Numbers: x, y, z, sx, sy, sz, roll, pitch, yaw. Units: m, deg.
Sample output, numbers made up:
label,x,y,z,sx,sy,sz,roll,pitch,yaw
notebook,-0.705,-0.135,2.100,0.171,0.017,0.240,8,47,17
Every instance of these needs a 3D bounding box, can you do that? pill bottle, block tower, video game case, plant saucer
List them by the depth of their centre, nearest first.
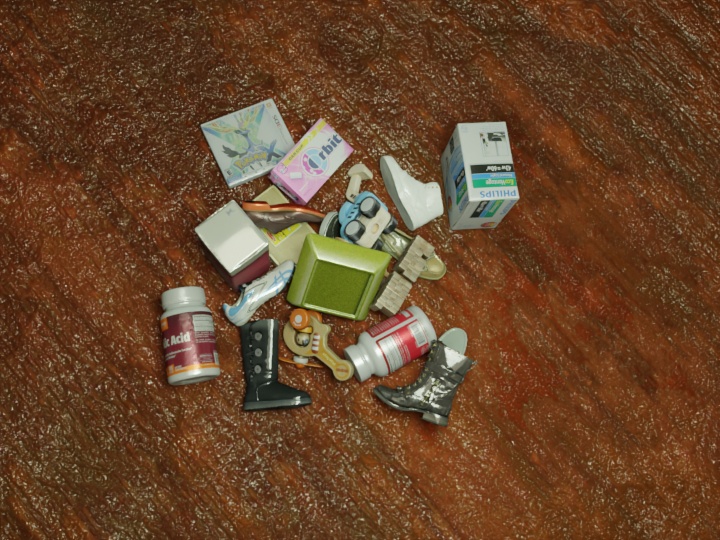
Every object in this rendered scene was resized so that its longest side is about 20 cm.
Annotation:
label,x,y,z,sx,sy,sz,roll,pitch,yaw
pill bottle,-0.382,0.145,1.392,0.113,0.114,0.201,-10,76,-10
plant saucer,-0.052,0.030,1.420,0.198,0.201,0.048,14,33,-11
pill bottle,0.067,0.173,1.444,0.199,0.112,0.113,-27,79,-13
block tower,0.098,0.017,1.463,0.058,0.054,0.201,36,72,-6
video game case,-0.277,-0.324,1.585,0.199,0.022,0.183,-24,79,-13

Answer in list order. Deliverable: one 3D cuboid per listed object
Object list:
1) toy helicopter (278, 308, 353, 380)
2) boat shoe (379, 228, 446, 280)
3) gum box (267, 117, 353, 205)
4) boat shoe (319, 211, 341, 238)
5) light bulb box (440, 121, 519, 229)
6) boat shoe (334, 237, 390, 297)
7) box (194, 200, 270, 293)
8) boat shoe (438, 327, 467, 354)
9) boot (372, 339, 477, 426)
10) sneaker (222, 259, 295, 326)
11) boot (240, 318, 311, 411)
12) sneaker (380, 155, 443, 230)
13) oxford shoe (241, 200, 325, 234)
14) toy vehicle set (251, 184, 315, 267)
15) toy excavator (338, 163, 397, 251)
label,x,y,z,sx,sy,sz,roll,pitch,yaw
toy helicopter,-0.101,0.187,1.430,0.200,0.079,0.133,38,99,21
boat shoe,0.124,-0.047,1.539,0.200,0.063,0.073,36,73,4
gum box,-0.126,-0.262,1.551,0.113,0.066,0.200,42,73,-10
boat shoe,-0.062,-0.043,1.502,0.063,0.071,0.202,1,78,36
light bulb box,0.287,-0.227,1.540,0.124,0.198,0.202,-4,74,-6
boat shoe,0.000,0.000,1.466,0.200,0.070,0.071,39,76,-31
box,-0.283,-0.048,1.414,0.109,0.200,0.128,-39,82,-15
boat shoe,0.193,0.230,1.474,0.075,0.060,0.201,26,73,26
boot,0.143,0.237,1.400,0.199,0.069,0.175,19,85,9
sneaker,-0.229,0.040,1.436,0.200,0.072,0.073,-44,108,-15
boot,-0.190,0.207,1.406,0.164,0.066,0.202,-7,72,14
sneaker,0.134,-0.213,1.587,0.115,0.074,0.201,-25,89,-15
oxford shoe,-0.185,-0.124,1.501,0.198,0.071,0.073,4,102,-9
toy vehicle set,-0.197,-0.097,1.530,0.124,0.027,0.200,-39,83,-15
toy excavator,-0.002,-0.156,1.515,0.200,0.100,0.195,30,85,46
